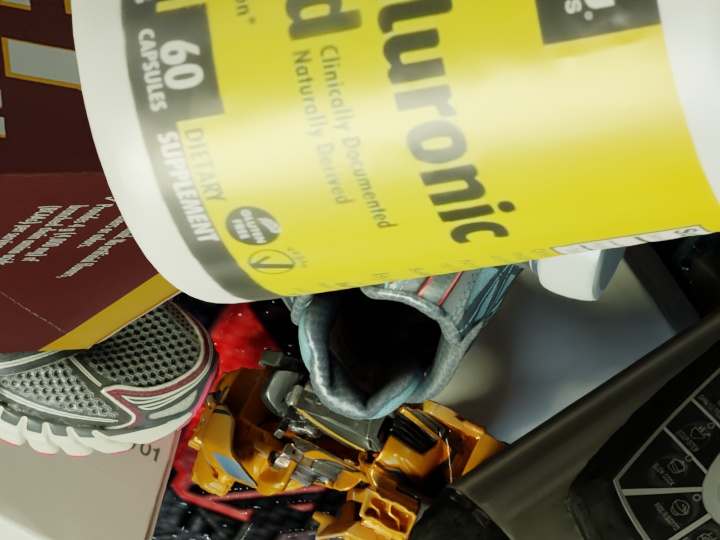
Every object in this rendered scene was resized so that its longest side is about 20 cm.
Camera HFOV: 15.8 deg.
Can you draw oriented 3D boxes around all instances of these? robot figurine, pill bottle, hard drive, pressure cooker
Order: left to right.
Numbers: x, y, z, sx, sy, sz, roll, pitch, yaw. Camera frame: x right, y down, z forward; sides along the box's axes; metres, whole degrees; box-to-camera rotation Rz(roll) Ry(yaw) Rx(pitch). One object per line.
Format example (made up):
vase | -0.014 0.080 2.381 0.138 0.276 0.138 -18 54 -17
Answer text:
robot figurine | 0.012 0.078 0.916 0.144 0.059 0.200 28 173 -17
hard drive | 0.041 0.005 0.931 0.131 0.027 0.200 -11 138 30
pill bottle | 0.046 -0.060 0.575 0.198 0.112 0.112 -9 139 20
pressure cooker | 0.133 0.092 0.769 0.177 0.199 0.179 62 171 -17

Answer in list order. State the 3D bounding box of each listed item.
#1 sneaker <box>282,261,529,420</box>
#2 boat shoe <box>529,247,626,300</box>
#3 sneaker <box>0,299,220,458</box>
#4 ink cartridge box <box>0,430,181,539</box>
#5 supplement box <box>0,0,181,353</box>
sneaker | 0.000 0.000 0.810 0.079 0.096 0.200 27 161 -6
boat shoe | 0.045 -0.098 0.673 0.090 0.202 0.071 11 178 12
sneaker | -0.141 0.002 0.943 0.199 0.081 0.075 25 141 -15
ink cartridge box | -0.190 0.099 1.086 0.146 0.086 0.200 30 143 -21
supplement box | -0.133 -0.061 0.717 0.199 0.134 0.197 -3 166 -30
